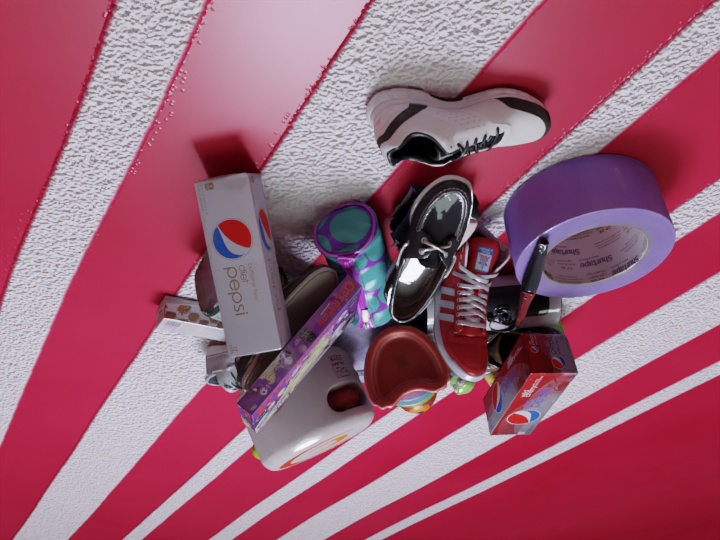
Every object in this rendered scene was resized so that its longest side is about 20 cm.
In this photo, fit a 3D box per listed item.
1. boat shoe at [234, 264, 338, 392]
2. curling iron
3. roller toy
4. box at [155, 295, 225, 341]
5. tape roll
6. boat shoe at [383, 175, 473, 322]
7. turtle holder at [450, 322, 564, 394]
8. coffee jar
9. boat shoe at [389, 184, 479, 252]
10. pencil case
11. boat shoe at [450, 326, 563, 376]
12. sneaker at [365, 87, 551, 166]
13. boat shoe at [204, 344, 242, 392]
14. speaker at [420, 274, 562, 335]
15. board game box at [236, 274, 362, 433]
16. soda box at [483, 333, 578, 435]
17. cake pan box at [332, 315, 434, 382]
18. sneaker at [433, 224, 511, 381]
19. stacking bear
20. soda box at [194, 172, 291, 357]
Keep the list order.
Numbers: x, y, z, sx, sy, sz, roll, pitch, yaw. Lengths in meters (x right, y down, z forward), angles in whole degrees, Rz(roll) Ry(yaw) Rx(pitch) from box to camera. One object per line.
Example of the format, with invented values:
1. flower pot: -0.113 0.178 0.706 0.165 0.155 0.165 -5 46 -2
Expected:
1. boat shoe: -0.102 0.065 0.935 0.067 0.057 0.200 18 112 -43
2. curling iron: 0.207 0.026 0.958 0.049 0.026 0.200 -3 147 -11
3. roller toy: -0.082 0.199 1.113 0.199 0.140 0.183 -23 164 -13
4. box: -0.205 0.081 1.118 0.199 0.039 0.041 13 146 -27
5. tape roll: 0.289 -0.051 0.954 0.199 0.085 0.200 -4 147 -3
6. boat shoe: 0.078 -0.021 0.883 0.074 0.060 0.200 19 128 -13
7. turtle holder: 0.244 0.140 1.198 0.184 0.132 0.141 2 147 -12
8. coffee jar: -0.122 0.041 1.008 0.085 0.105 0.200 -41 136 20
9. boat shoe: 0.070 -0.035 0.966 0.092 0.075 0.200 12 136 -16
10. pencil case: 0.000 0.000 0.978 0.085 0.093 0.200 -3 147 12
11. boat shoe: 0.204 0.118 1.117 0.199 0.073 0.072 -15 171 21
12. sneaker: 0.107 -0.143 0.788 0.199 0.080 0.074 -3 146 -7
13. boat shoe: -0.188 0.152 1.143 0.070 0.072 0.201 14 165 -28
14. speaker: 0.187 0.048 1.096 0.199 0.082 0.081 -4 147 -2
15. board game box: -0.072 0.104 0.908 0.032 0.200 0.120 36 160 14
16. soda box: 0.236 0.167 1.065 0.070 0.064 0.200 1 144 -9
17. cake pan box: 0.014 0.108 1.187 0.184 0.053 0.200 20 139 -38
18. sneaker: 0.145 0.033 0.954 0.071 0.201 0.113 10 143 -21
19. stacking bear: 0.076 0.164 1.143 0.121 0.114 0.200 -19 157 3
20. soda box: -0.131 -0.008 0.849 0.063 0.201 0.068 -10 -175 6
